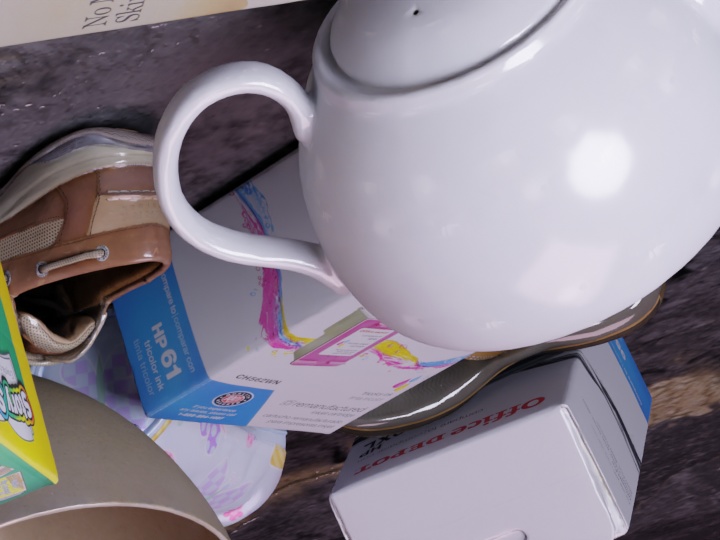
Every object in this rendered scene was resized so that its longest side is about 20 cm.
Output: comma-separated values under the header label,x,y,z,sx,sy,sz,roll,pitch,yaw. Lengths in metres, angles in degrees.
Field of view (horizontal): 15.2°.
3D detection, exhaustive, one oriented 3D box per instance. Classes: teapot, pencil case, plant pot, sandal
label,x,y,z,sx,sy,sz,roll,pitch,yaw
teapot,0.048,-0.074,1.065,0.197,0.200,0.146,3,137,41
pencil case,-0.104,0.080,1.435,0.091,0.083,0.200,-34,158,3
plant pot,-0.170,0.125,1.276,0.200,0.135,0.201,-16,142,-13
sandal,0.066,0.024,1.434,0.200,0.082,0.055,-17,152,1

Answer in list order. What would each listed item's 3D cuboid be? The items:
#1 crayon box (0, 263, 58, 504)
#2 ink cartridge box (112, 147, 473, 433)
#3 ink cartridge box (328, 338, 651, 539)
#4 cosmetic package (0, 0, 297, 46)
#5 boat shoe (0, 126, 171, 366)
label,x,y,z,sx,sy,sz,roll,pitch,yaw
crayon box,-0.185,-0.013,0.991,0.058,0.173,0.200,-19,160,5
ink cartridge box,0.000,0.000,1.307,0.200,0.085,0.144,-32,155,32
ink cartridge box,0.076,0.099,1.500,0.144,0.084,0.200,-23,-168,15
cosmetic package,-0.082,-0.133,0.907,0.200,0.071,0.105,-11,160,-16
boat shoe,-0.152,0.008,1.216,0.076,0.072,0.200,0,155,-40
